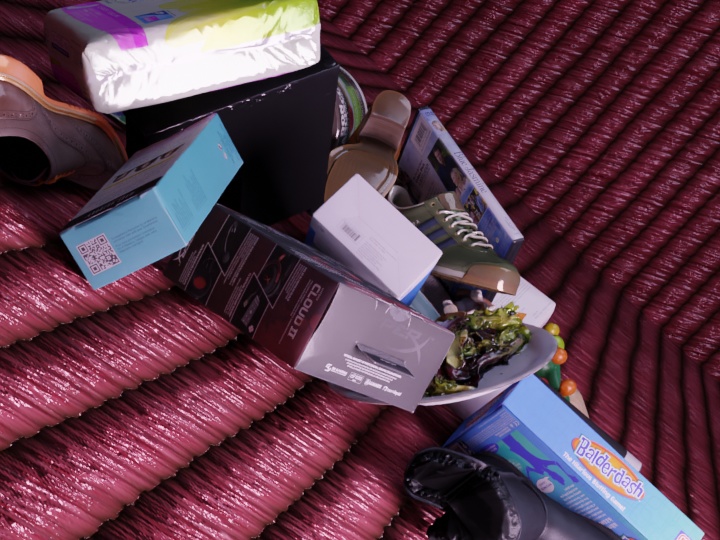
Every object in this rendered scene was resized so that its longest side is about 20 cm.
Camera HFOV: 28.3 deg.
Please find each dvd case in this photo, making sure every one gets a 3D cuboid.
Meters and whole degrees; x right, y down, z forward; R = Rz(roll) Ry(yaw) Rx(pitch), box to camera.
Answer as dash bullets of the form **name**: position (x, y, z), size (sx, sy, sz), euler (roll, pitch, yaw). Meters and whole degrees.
- **dvd case**: position (0.095, -0.058, 1.529), size (0.018, 0.143, 0.200), euler (-15, 57, -29)

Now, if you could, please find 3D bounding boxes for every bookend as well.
- **bookend**: position (-0.132, -0.113, 1.331), size (0.092, 0.198, 0.200), euler (50, -30, 31)

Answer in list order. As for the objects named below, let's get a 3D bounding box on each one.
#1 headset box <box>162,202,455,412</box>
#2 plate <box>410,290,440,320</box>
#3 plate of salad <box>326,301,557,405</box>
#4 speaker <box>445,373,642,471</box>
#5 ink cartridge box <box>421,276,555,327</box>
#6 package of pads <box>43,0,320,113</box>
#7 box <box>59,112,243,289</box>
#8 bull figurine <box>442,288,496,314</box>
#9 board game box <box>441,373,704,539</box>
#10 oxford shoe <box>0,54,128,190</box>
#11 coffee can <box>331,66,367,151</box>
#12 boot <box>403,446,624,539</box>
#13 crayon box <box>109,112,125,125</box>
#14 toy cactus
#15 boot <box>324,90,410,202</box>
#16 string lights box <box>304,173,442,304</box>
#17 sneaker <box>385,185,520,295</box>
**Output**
- **headset box**: position (-0.035, 0.031, 1.113), size (0.200, 0.075, 0.149), euler (31, 4, 42)
- **plate**: position (0.033, 0.022, 1.447), size (0.200, 0.026, 0.200), euler (46, -8, 8)
- **plate of salad**: position (0.067, 0.067, 1.216), size (0.200, 0.200, 0.048), euler (-86, 168, -74)
- **speaker**: position (0.161, 0.146, 1.335), size (0.200, 0.081, 0.081), euler (41, 12, 7)
- **ink cartridge box**: position (0.100, 0.026, 1.590), size (0.200, 0.050, 0.161), euler (37, 42, 12)
- **package of pads**: position (-0.151, -0.192, 1.184), size (0.154, 0.200, 0.068), euler (-145, -137, -59)
- **box**: position (-0.152, -0.057, 1.076), size (0.049, 0.082, 0.200), euler (61, 17, -16)
- **bull figurine**: position (0.144, 0.104, 1.447), size (0.200, 0.065, 0.121), euler (57, -3, 14)
- **board game box**: position (0.179, 0.190, 1.240), size (0.200, 0.045, 0.152), euler (44, -28, 2)
- **oxford shoe**: position (-0.243, -0.091, 1.083), size (0.200, 0.071, 0.073), euler (34, 46, -60)
- **coffee can**: position (-0.078, -0.170, 1.612), size (0.146, 0.146, 0.200), euler (42, 12, 1)
- **boot**: position (0.132, 0.214, 1.126), size (0.200, 0.076, 0.168), euler (39, 7, 19)
- **crayon box**: position (-0.219, -0.193, 1.481), size (0.126, 0.052, 0.200), euler (35, 15, -31)
- **toy cactus**: position (0.218, 0.136, 1.681), size (0.165, 0.102, 0.200), euler (58, 3, -23)
- **boot**: position (-0.012, -0.085, 1.536), size (0.077, 0.155, 0.200), euler (22, 52, -3)
- **string lights box**: position (0.000, 0.000, 1.281), size (0.103, 0.059, 0.200), euler (44, -18, 6)
- **sneaker**: position (0.086, -0.038, 1.463), size (0.200, 0.090, 0.067), euler (16, -1, 43)
